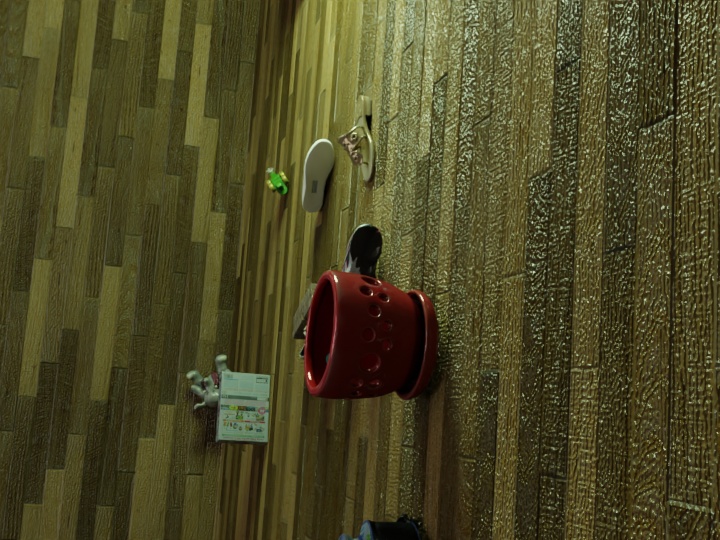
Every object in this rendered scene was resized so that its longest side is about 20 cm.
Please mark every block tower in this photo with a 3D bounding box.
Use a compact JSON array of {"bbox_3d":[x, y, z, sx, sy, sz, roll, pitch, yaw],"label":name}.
[{"bbox_3d":[-0.114,0.098,2.161,0.200,0.054,0.058,120,152,-53],"label":"block tower"}]

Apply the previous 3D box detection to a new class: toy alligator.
[{"bbox_3d":[-0.252,-0.268,2.769,0.054,0.059,0.200,59,178,-24],"label":"toy alligator"}]

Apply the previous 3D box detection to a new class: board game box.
[{"bbox_3d":[-0.345,0.406,2.662,0.064,0.147,0.201,135,139,-63],"label":"board game box"}]

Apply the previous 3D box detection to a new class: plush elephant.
[{"bbox_3d":[-0.538,0.434,3.302,0.155,0.164,0.200,-116,4,-84],"label":"plush elephant"}]

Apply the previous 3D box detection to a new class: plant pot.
[{"bbox_3d":[0.018,0.108,1.455,0.200,0.182,0.201,-174,90,-74],"label":"plant pot"}]

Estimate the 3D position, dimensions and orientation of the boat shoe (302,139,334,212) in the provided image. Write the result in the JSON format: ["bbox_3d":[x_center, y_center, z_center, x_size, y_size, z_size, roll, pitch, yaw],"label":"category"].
[{"bbox_3d":[-0.109,-0.244,2.261,0.069,0.072,0.200,-108,20,-53],"label":"boat shoe"}]

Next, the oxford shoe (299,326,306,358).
[{"bbox_3d":[-0.085,0.132,2.011,0.071,0.074,0.200,-106,28,-52],"label":"oxford shoe"}]

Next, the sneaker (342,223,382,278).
[{"bbox_3d":[0.000,0.000,1.779,0.086,0.080,0.200,-95,23,-73],"label":"sneaker"}]

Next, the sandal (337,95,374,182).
[{"bbox_3d":[-0.015,-0.283,1.935,0.078,0.069,0.212,125,147,-59],"label":"sandal"}]

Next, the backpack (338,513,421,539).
[{"bbox_3d":[0.025,0.503,1.380,0.183,0.147,0.201,-122,38,-68],"label":"backpack"}]
